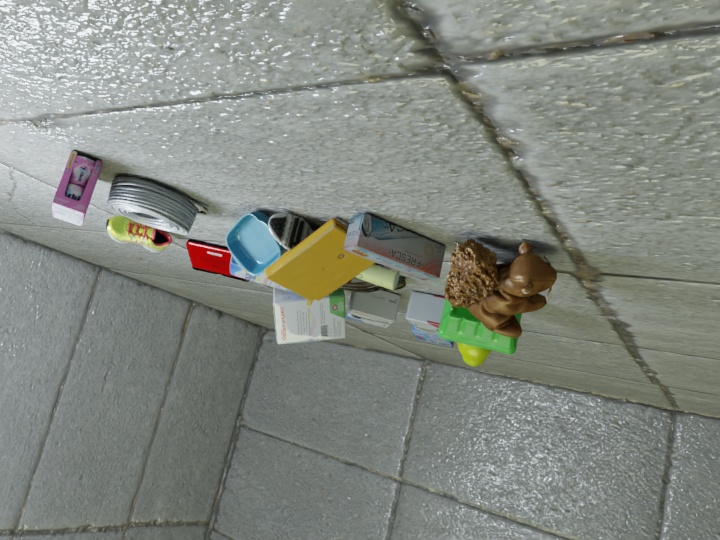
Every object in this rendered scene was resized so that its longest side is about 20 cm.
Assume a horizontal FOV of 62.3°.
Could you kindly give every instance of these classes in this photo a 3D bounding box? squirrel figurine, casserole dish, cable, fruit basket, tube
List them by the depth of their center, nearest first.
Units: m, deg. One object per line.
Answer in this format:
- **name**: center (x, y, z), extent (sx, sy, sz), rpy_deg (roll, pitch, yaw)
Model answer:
- **squirrel figurine**: center (0.253, 0.022, 1.087), extent (0.195, 0.145, 0.187), rpy_deg (14, 162, -8)
- **casserole dish**: center (-0.233, -0.064, 1.336), extent (0.122, 0.039, 0.199), rpy_deg (51, 143, -6)
- **cable**: center (-0.472, -0.144, 1.353), extent (0.197, 0.071, 0.199), rpy_deg (4, 164, 40)
- **tube**: center (0.000, 0.000, 1.497), extent (0.196, 0.052, 0.059), rpy_deg (16, 129, 17)
- **fruit basket**: center (0.301, 0.144, 1.509), extent (0.211, 0.158, 0.217), rpy_deg (14, 153, 7)

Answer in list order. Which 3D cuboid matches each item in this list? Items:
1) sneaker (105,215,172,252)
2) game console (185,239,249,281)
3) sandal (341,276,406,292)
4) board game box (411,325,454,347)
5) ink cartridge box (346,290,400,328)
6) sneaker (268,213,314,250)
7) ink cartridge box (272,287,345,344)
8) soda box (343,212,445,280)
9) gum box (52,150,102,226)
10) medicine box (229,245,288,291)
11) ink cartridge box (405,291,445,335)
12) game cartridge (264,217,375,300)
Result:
- **sneaker**: center (-0.627, -0.111, 1.706), extent (0.089, 0.080, 0.198), rpy_deg (-7, 163, 39)
- **game console**: center (-0.419, -0.046, 1.857), extent (0.195, 0.120, 0.175), rpy_deg (11, 136, 12)
- **sandal**: center (0.024, 0.025, 1.580), extent (0.195, 0.056, 0.081), rpy_deg (-7, 167, 21)
- **board game box**: center (0.285, 0.255, 2.320), extent (0.148, 0.037, 0.200), rpy_deg (11, 168, 15)
- **ink cartridge box**: center (0.037, 0.115, 1.870), extent (0.141, 0.086, 0.200), rpy_deg (15, 167, -2)
- **sneaker**: center (-0.127, -0.068, 1.295), extent (0.198, 0.077, 0.080), rpy_deg (26, 172, -41)
- **ink cartridge box**: center (-0.141, 0.117, 1.660), extent (0.195, 0.148, 0.085), rpy_deg (-5, -147, -6)
- **soda box**: center (0.069, -0.043, 1.161), extent (0.197, 0.070, 0.063), rpy_deg (20, 166, -26)
- **gum box**: center (-0.611, -0.173, 1.280), extent (0.065, 0.116, 0.199), rpy_deg (19, 168, -25)
- **medicine box**: center (-0.225, -0.024, 1.515), extent (0.196, 0.105, 0.182), rpy_deg (16, 168, -10)
- **ink cartridge box**: center (0.230, 0.135, 1.733), extent (0.142, 0.085, 0.200), rpy_deg (9, 166, 24)
- **game cartridge**: center (-0.079, -0.016, 1.279), extent (0.198, 0.033, 0.175), rpy_deg (-33, 143, 22)
